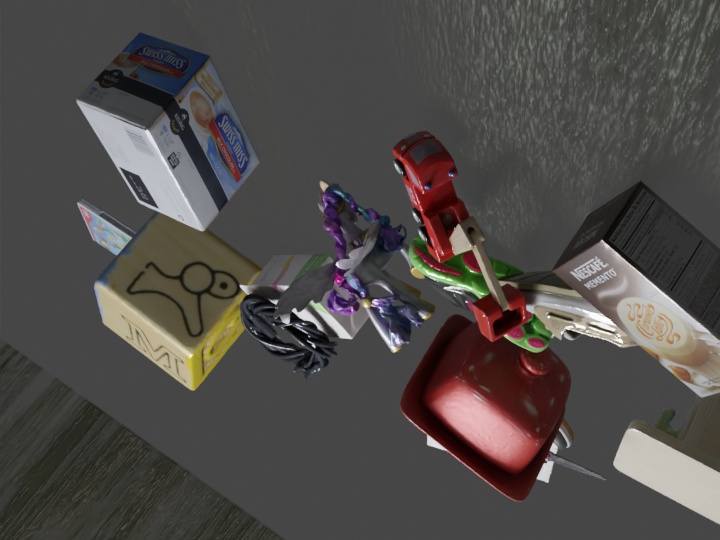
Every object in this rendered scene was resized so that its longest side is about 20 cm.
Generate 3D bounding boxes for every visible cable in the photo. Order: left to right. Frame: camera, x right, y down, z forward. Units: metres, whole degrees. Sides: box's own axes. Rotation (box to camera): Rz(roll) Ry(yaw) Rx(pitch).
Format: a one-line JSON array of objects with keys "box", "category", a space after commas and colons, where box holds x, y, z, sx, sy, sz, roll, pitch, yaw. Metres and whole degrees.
[{"box": [-0.109, 0.088, 1.783, 0.163, 0.051, 0.200, 41, 161, 3], "category": "cable"}]

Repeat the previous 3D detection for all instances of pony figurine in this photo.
[{"box": [0.000, 0.000, 1.456, 0.166, 0.194, 0.200, -33, 110, 32], "category": "pony figurine"}]

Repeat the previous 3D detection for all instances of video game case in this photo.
[{"box": [-0.433, -0.047, 2.233, 0.199, 0.017, 0.143, 32, 158, 17], "category": "video game case"}]

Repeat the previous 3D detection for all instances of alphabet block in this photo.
[{"box": [-0.294, 0.044, 1.963, 0.199, 0.196, 0.197, 36, 160, 8], "category": "alphabet block"}]

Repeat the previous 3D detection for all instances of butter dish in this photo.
[{"box": [0.181, 0.138, 1.463, 0.199, 0.200, 0.148, 38, 135, -2], "category": "butter dish"}]

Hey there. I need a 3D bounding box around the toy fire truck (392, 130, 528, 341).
[{"box": [0.105, -0.038, 1.271, 0.141, 0.048, 0.201, 48, 163, 55], "category": "toy fire truck"}]

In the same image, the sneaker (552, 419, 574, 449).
[{"box": [0.194, 0.204, 1.651, 0.199, 0.088, 0.076, 29, 155, 19], "category": "sneaker"}]

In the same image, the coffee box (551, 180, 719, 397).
[{"box": [0.297, 0.022, 1.146, 0.199, 0.080, 0.114, 40, 158, -3], "category": "coffee box"}]

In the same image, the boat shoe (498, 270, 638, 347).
[{"box": [0.220, 0.040, 1.286, 0.199, 0.074, 0.069, 7, 108, 52], "category": "boat shoe"}]

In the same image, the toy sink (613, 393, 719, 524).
[{"box": [0.391, 0.191, 1.288, 0.198, 0.113, 0.131, 26, 155, 16], "category": "toy sink"}]

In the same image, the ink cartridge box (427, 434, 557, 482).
[{"box": [0.198, 0.243, 1.802, 0.198, 0.051, 0.161, 14, 152, 10], "category": "ink cartridge box"}]

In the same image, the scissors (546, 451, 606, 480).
[{"box": [0.252, 0.262, 1.717, 0.199, 0.014, 0.073, 34, 120, -2], "category": "scissors"}]

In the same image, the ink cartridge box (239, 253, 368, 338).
[{"box": [-0.082, 0.036, 1.781, 0.117, 0.068, 0.199, 48, 156, -25], "category": "ink cartridge box"}]

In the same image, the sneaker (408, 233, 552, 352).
[{"box": [0.146, 0.020, 1.411, 0.199, 0.077, 0.084, 39, 176, 8], "category": "sneaker"}]

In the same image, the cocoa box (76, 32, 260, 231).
[{"box": [-0.240, -0.176, 1.530, 0.132, 0.132, 0.201, 23, 154, 32], "category": "cocoa box"}]
